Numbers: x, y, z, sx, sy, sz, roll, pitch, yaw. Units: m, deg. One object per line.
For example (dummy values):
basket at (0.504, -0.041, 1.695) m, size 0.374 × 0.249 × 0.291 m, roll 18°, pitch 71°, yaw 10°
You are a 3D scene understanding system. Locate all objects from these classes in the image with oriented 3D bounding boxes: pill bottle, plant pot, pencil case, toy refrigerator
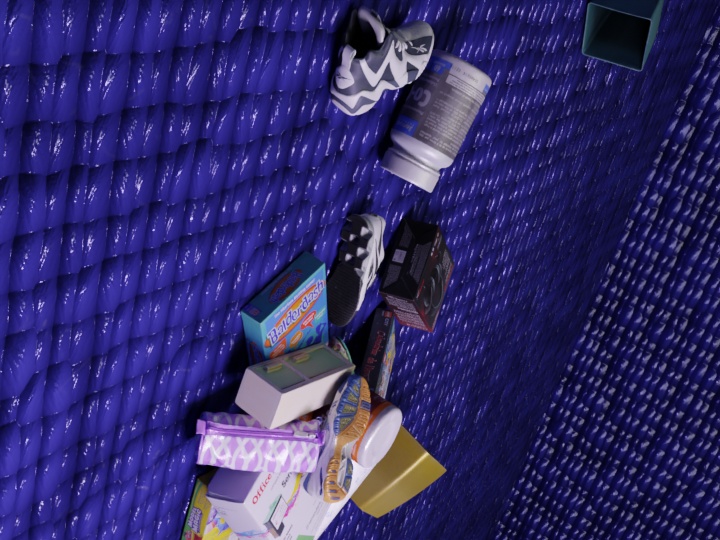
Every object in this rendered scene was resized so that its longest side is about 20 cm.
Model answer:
pill bottle at (0.116, -0.235, 1.455) m, size 0.202 × 0.113 × 0.113 m, roll -63°, pitch 155°, yaw 5°
pill bottle at (-0.038, 0.233, 1.549) m, size 0.114 × 0.198 × 0.115 m, roll -43°, pitch 150°, yaw -33°
plant pot at (0.592, -0.570, 2.002) m, size 0.201 × 0.140 × 0.142 m, roll -56°, pitch 156°, yaw -28°
pencil case at (-0.151, 0.257, 1.372) m, size 0.086 × 0.196 × 0.085 m, roll 126°, pitch -34°, yaw -63°
plant pot at (0.036, 0.393, 1.893) m, size 0.177 × 0.200 × 0.200 m, roll -46°, pitch 154°, yaw -4°
toy refrigerator at (-0.096, 0.171, 1.414) m, size 0.199 × 0.075 × 0.071 m, roll -13°, pitch 130°, yaw -57°

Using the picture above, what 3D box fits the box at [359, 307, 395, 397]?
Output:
box at (0.029, 0.193, 1.739) m, size 0.138 × 0.037 × 0.202 m, roll 85°, pitch 16°, yaw -50°

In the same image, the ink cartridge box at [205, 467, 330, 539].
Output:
ink cartridge box at (-0.143, 0.366, 1.479) m, size 0.146 × 0.083 × 0.202 m, roll -59°, pitch 136°, yaw -36°

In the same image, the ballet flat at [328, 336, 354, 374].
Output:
ballet flat at (-0.041, 0.197, 1.667) m, size 0.063 × 0.076 × 0.201 m, roll -33°, pitch 144°, yaw -15°

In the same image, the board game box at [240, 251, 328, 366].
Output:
board game box at (-0.114, 0.091, 1.437) m, size 0.152 × 0.045 × 0.202 m, roll -44°, pitch 150°, yaw -32°

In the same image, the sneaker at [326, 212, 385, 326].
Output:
sneaker at (0.000, 0.000, 1.527) m, size 0.088 × 0.074 × 0.203 m, roll -16°, pitch 130°, yaw -55°

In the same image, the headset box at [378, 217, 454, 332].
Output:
headset box at (0.110, 0.016, 1.719) m, size 0.200 × 0.076 × 0.151 m, roll 55°, pitch 52°, yaw -62°

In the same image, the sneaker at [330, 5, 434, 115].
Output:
sneaker at (0.036, -0.316, 1.251) m, size 0.198 × 0.079 × 0.130 m, roll -37°, pitch 156°, yaw -24°

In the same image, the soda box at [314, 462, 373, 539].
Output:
soda box at (-0.056, 0.416, 1.765) m, size 0.201 × 0.063 × 0.068 m, roll -51°, pitch -163°, yaw -3°

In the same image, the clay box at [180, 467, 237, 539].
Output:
clay box at (-0.235, 0.393, 1.522) m, size 0.114 × 0.047 × 0.203 m, roll -19°, pitch 131°, yaw -56°

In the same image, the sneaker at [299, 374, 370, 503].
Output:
sneaker at (-0.048, 0.259, 1.446) m, size 0.075 × 0.087 × 0.203 m, roll 31°, pitch 69°, yaw -41°
